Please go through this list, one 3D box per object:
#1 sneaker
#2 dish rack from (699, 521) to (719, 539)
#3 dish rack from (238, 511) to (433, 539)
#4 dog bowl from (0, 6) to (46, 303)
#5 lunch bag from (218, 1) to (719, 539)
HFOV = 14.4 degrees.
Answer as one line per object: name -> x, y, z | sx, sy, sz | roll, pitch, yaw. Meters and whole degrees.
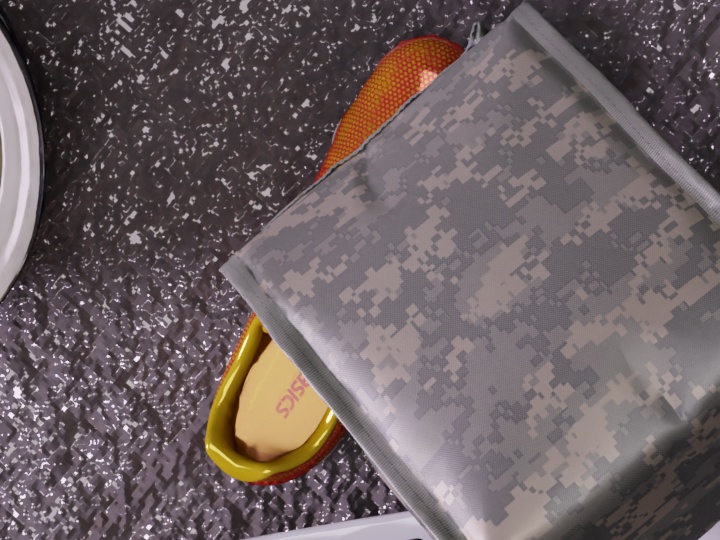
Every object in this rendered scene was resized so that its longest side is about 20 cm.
sneaker -> 0.000, 0.000, 1.157 | 0.073, 0.077, 0.201 | 23, 94, 7
dish rack -> 0.167, 0.097, 1.098 | 0.200, 0.043, 0.172 | -42, 64, 26
dish rack -> 0.015, 0.196, 1.138 | 0.171, 0.044, 0.201 | -11, 92, 9
dog bowl -> -0.221, -0.057, 1.165 | 0.199, 0.074, 0.201 | 1, 108, 3
lunch bag -> 0.062, 0.015, 1.065 | 0.164, 0.118, 0.200 | -41, 61, 2
